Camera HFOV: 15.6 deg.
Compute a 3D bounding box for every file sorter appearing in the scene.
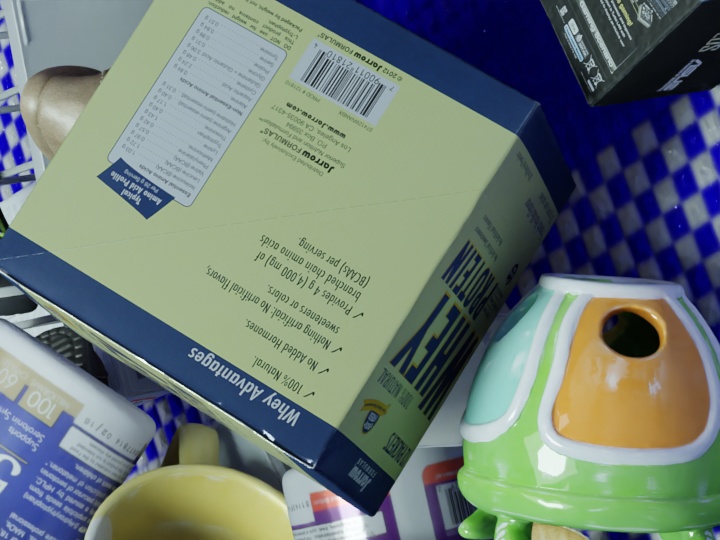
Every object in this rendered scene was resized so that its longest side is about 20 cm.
[{"bbox_3d":[-0.163,-0.068,1.628,0.124,0.138,0.201,-14,87,56],"label":"file sorter"}]

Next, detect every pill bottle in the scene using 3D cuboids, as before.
[{"bbox_3d":[-0.221,0.141,1.538,0.120,0.120,0.201,29,84,47],"label":"pill bottle"},{"bbox_3d":[0.030,0.196,1.449,0.111,0.111,0.201,-18,83,53],"label":"pill bottle"}]

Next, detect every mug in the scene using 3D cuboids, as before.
[{"bbox_3d":[-0.097,0.207,1.563,0.149,0.187,0.153,32,139,7],"label":"mug"}]

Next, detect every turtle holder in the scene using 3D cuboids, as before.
[{"bbox_3d":[0.122,0.070,1.283,0.140,0.185,0.133,3,93,19],"label":"turtle holder"}]

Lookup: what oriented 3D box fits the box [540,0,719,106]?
[{"bbox_3d":[0.140,-0.205,1.227,0.164,0.086,0.201,-46,62,48],"label":"box"}]

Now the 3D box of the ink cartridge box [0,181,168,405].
[{"bbox_3d":[-0.203,0.024,1.785,0.200,0.050,0.163,-23,81,58],"label":"ink cartridge box"}]

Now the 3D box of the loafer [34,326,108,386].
[{"bbox_3d":[-0.177,0.131,1.644,0.073,0.071,0.201,-13,54,20],"label":"loafer"}]

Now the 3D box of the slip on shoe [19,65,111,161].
[{"bbox_3d":[-0.136,-0.076,1.420,0.060,0.200,0.076,17,93,6],"label":"slip on shoe"}]

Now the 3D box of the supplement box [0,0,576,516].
[{"bbox_3d":[-0.035,-0.023,1.284,0.199,0.134,0.200,30,83,19],"label":"supplement box"}]

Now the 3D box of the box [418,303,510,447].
[{"bbox_3d":[0.000,0.000,1.440,0.200,0.077,0.095,57,139,46],"label":"box"}]

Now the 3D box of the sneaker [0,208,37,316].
[{"bbox_3d":[-0.254,-0.038,1.587,0.200,0.071,0.083,38,129,48],"label":"sneaker"}]

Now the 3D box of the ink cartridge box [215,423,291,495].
[{"bbox_3d":[-0.052,0.203,1.621,0.201,0.043,0.174,61,138,24],"label":"ink cartridge box"}]

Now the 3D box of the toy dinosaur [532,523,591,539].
[{"bbox_3d":[0.094,0.170,1.372,0.199,0.058,0.102,5,126,23],"label":"toy dinosaur"}]
